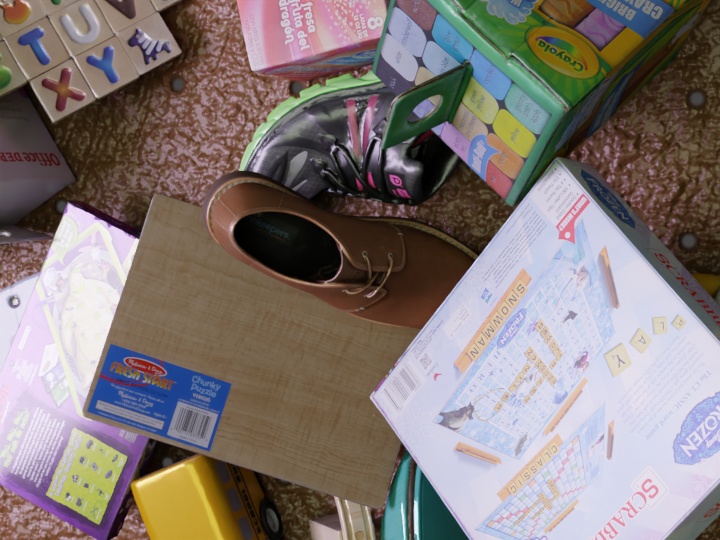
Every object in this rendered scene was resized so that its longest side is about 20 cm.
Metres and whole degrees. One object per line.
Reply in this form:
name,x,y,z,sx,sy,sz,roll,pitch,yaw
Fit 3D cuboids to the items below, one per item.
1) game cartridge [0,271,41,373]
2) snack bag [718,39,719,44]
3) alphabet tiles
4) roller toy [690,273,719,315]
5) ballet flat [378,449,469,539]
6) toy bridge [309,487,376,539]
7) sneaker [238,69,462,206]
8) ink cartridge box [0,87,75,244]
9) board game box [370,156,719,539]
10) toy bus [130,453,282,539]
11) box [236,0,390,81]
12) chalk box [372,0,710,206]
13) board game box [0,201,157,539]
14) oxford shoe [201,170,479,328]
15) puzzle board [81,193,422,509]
game cartridge,-0.175,0.056,1.000,0.199,0.040,0.134,-10,94,17
snack bag,0.342,-0.171,0.835,0.188,0.021,0.201,33,102,12
alphabet tiles,-0.213,-0.207,0.966,0.166,0.006,0.201,-30,85,-12
roller toy,0.281,0.054,0.807,0.182,0.140,0.200,-38,82,15
ballet flat,0.042,0.213,0.932,0.070,0.067,0.201,-18,86,37
toy bridge,-0.011,0.172,0.939,0.027,0.067,0.201,-9,91,-19
sneaker,0.008,-0.078,0.904,0.199,0.077,0.084,-25,58,18
ink cartridge box,-0.304,-0.091,0.978,0.125,0.128,0.201,-32,84,16
board game box,0.120,0.076,0.812,0.200,0.041,0.200,-53,55,27
toy bus,-0.080,0.219,0.959,0.065,0.078,0.201,-23,87,17
box,-0.030,-0.229,0.901,0.094,0.103,0.201,-12,89,17
chalk box,0.093,-0.133,0.813,0.124,0.125,0.200,44,70,9
board game box,-0.181,0.068,0.971,0.120,0.032,0.201,26,100,9
oxford shoe,0.000,0.000,0.879,0.199,0.071,0.072,16,102,-19
puzzle board,-0.060,0.051,0.917,0.199,0.017,0.152,18,76,-5
